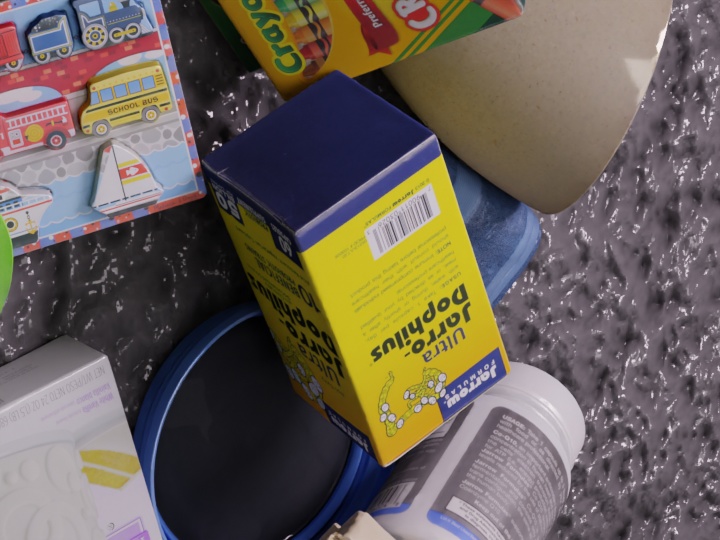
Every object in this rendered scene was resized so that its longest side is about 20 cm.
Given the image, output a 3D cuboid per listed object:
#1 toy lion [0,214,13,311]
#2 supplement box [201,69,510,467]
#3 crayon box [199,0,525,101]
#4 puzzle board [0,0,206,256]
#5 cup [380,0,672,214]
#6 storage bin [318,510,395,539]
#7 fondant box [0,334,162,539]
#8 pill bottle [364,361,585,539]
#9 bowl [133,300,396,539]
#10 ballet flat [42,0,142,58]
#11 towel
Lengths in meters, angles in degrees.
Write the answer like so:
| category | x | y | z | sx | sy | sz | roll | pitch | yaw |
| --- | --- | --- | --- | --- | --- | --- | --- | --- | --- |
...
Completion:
| category | x | y | z | sx | sy | sz | roll | pitch | yaw |
| --- | --- | --- | --- | --- | --- | --- | --- | --- | --- |
| toy lion | -0.274 | -0.034 | 1.205 | 0.200 | 0.069 | 0.192 | 32 | 89 | -34 |
| supplement box | 0.000 | 0.000 | 1.337 | 0.109 | 0.109 | 0.201 | -35 | 132 | -17 |
| crayon box | -0.015 | -0.181 | 1.308 | 0.127 | 0.199 | 0.051 | 54 | 29 | -34 |
| puzzle board | -0.198 | -0.080 | 1.252 | 0.199 | 0.017 | 0.152 | -17 | 116 | -10 |
| cup | 0.094 | -0.154 | 1.415 | 0.142 | 0.200 | 0.201 | 20 | 90 | -14 |
| storage bin | 0.000 | 0.291 | 1.386 | 0.199 | 0.200 | 0.094 | -48 | 180 | 28 |
| fondant box | -0.200 | 0.161 | 1.336 | 0.144 | 0.058 | 0.201 | -28 | 118 | -29 |
| pill bottle | 0.075 | 0.156 | 1.474 | 0.200 | 0.113 | 0.114 | -52 | 131 | -47 |
| bowl | -0.063 | 0.114 | 1.441 | 0.200 | 0.039 | 0.202 | -11 | 109 | -35 |
| ballet flat | -0.167 | -0.179 | 1.258 | 0.075 | 0.068 | 0.200 | -29 | 126 | 20 |
| towel | 0.030 | -0.031 | 1.449 | 0.200 | 0.049 | 0.112 | 30 | 105 | -38 |
